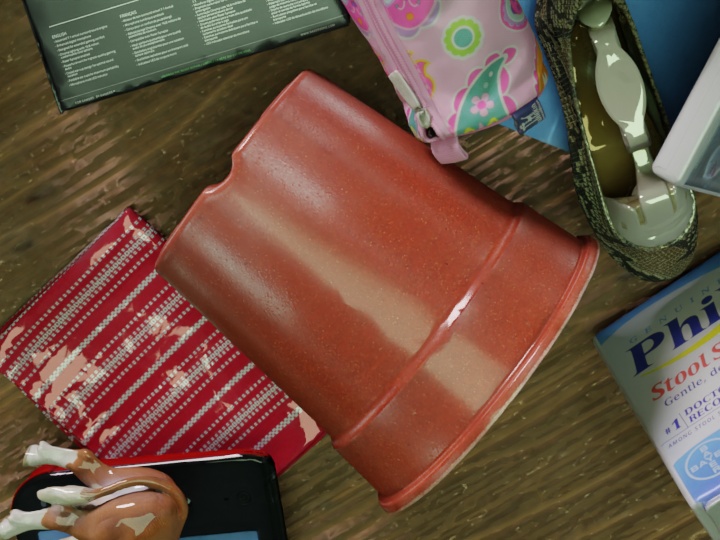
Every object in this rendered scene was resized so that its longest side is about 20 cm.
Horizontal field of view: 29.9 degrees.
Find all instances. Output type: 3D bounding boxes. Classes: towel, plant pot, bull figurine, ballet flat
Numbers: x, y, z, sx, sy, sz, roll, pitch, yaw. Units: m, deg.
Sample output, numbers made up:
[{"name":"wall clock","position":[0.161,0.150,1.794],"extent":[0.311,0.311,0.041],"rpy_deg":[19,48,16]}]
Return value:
[{"name":"towel","position":[-0.129,0.077,0.880],"extent":[0.144,0.023,0.200],"rpy_deg":[-42,103,9]},{"name":"plant pot","position":[0.000,0.000,0.784],"extent":[0.195,0.201,0.201],"rpy_deg":[38,102,-3]},{"name":"bull figurine","position":[-0.170,0.200,0.847],"extent":[0.121,0.065,0.201],"rpy_deg":[17,113,-3]},{"name":"ballet flat","position":[0.152,-0.074,0.775],"extent":[0.067,0.075,0.201],"rpy_deg":[-22,107,0]}]

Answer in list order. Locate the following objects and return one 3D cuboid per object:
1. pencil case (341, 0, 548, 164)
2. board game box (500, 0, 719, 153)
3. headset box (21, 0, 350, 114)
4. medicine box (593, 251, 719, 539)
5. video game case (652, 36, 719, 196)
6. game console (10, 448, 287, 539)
[{"name":"pencil case","position":[0.024,-0.158,0.703],"extent":[0.087,0.088,0.201],"rpy_deg":[-28,114,6]},{"name":"board game box","position":[0.137,-0.153,0.814],"extent":[0.199,0.039,0.159],"rpy_deg":[20,100,-13]},{"name":"headset box","position":[-0.114,-0.214,0.757],"extent":[0.173,0.093,0.201],"rpy_deg":[-17,106,4]},{"name":"medicine box","position":[0.259,0.068,0.794],"extent":[0.182,0.200,0.103],"rpy_deg":[-35,115,8]},{"name":"video game case","position":[0.252,-0.132,0.764],"extent":[0.023,0.181,0.201],"rpy_deg":[35,107,31]},{"name":"game console","position":[-0.131,0.213,0.897],"extent":[0.175,0.031,0.201],"rpy_deg":[-4,113,9]}]
